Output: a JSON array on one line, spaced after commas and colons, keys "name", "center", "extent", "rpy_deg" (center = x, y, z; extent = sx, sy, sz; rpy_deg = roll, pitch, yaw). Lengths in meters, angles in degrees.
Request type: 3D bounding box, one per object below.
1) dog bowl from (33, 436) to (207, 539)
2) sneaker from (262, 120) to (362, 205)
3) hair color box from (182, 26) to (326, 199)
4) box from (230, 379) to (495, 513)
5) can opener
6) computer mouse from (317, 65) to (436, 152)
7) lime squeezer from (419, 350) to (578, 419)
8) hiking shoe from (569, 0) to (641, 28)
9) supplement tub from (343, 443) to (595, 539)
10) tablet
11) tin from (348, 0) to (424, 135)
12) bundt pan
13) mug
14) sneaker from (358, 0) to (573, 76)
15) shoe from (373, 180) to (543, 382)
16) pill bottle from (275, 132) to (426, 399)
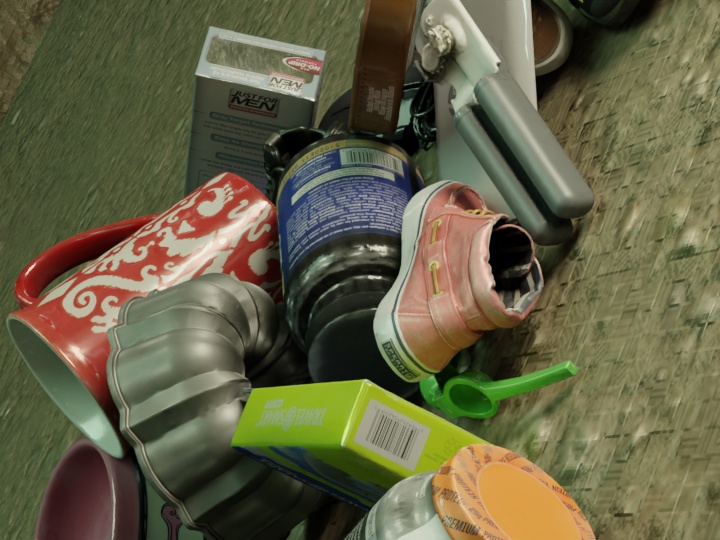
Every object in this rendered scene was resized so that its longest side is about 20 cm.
[{"name": "dog bowl", "center": [-0.191, 0.215, 1.603], "extent": [0.200, 0.074, 0.200], "rpy_deg": [-33, 51, 54]}, {"name": "sneaker", "center": [-0.044, -0.069, 1.653], "extent": [0.200, 0.100, 0.070], "rpy_deg": [-30, 24, 52]}, {"name": "hair color box", "center": [-0.091, -0.104, 1.723], "extent": [0.200, 0.099, 0.061], "rpy_deg": [102, 180, -51]}, {"name": "box", "center": [0.004, 0.112, 1.267], "extent": [0.200, 0.122, 0.048], "rpy_deg": [-10, 54, 66]}, {"name": "can opener", "center": [0.095, -0.103, 1.350], "extent": [0.053, 0.066, 0.200], "rpy_deg": [-57, 48, 38]}, {"name": "computer mouse", "center": [0.013, -0.129, 1.682], "extent": [0.200, 0.053, 0.139], "rpy_deg": [-39, 30, 47]}, {"name": "lime squeezer", "center": [0.076, 0.066, 1.301], "extent": [0.071, 0.038, 0.200], "rpy_deg": [-31, 16, -9]}, {"name": "hiking shoe", "center": [0.139, -0.226, 1.427], "extent": [0.076, 0.101, 0.200], "rpy_deg": [-60, 19, 5]}, {"name": "supplement tub", "center": [0.029, 0.191, 1.098], "extent": [0.200, 0.122, 0.123], "rpy_deg": [-51, 22, 28]}, {"name": "tablet", "center": [0.083, -0.125, 1.440], "extent": [0.130, 0.014, 0.200], "rpy_deg": [-23, 67, 60]}, {"name": "tin", "center": [0.021, -0.165, 1.432], "extent": [0.200, 0.042, 0.112], "rpy_deg": [98, -172, -72]}, {"name": "bundt pan", "center": [-0.079, 0.089, 1.416], "extent": [0.076, 0.202, 0.202], "rpy_deg": [-28, 33, 25]}, {"name": "mug", "center": [-0.159, 0.011, 1.555], "extent": [0.200, 0.178, 0.133], "rpy_deg": [-39, -14, -18]}, {"name": "sneaker", "center": [0.094, -0.175, 1.529], "extent": [0.200, 0.085, 0.073], "rpy_deg": [14, 92, 47]}, {"name": "shoe", "center": [0.075, -0.009, 1.327], "extent": [0.091, 0.072, 0.200], "rpy_deg": [-28, 21, 28]}, {"name": "pill bottle", "center": [0.000, 0.000, 1.441], "extent": [0.112, 0.112, 0.200], "rpy_deg": [-51, 25, 27]}]
